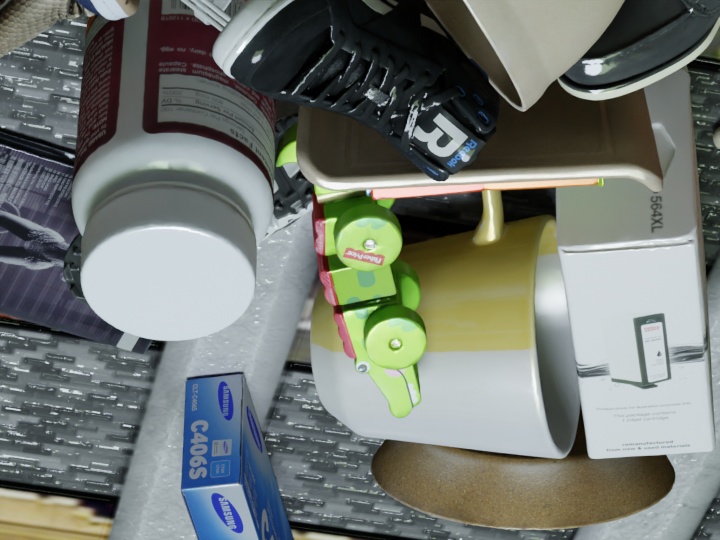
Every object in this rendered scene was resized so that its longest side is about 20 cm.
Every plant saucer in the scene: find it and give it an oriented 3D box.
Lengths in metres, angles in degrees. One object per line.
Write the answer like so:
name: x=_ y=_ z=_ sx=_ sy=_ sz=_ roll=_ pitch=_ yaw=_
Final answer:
plant saucer: x=0.106 y=0.114 z=1.770 sx=0.198 sy=0.200 sz=0.036 roll=1 pitch=108 yaw=-1

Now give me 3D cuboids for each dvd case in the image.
dvd case: x=-0.202 y=-0.022 z=1.719 sx=0.199 sy=0.016 sz=0.149 roll=17 pitch=135 yaw=-18

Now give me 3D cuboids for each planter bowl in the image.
planter bowl: x=0.078 y=-0.202 z=1.404 sx=0.134 sy=0.200 sz=0.200 roll=-36 pitch=133 yaw=0

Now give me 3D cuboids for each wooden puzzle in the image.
wooden puzzle: x=0.065 y=-0.082 z=1.529 sx=0.198 sy=0.185 sz=0.038 roll=2 pitch=116 yaw=0

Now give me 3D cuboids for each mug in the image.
mug: x=0.052 y=0.027 z=1.713 sx=0.152 sy=0.188 sz=0.149 roll=-3 pitch=172 yaw=16

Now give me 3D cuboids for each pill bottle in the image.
pill bottle: x=-0.104 y=-0.067 z=1.528 sx=0.113 sy=0.201 sz=0.115 roll=0 pitch=139 yaw=0

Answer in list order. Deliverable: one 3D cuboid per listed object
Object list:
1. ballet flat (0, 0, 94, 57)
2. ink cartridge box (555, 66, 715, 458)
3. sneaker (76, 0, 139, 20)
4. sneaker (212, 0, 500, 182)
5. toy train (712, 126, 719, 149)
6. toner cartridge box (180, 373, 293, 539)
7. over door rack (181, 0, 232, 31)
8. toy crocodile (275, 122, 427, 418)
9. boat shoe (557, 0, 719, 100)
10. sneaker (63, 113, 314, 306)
ballet flat: x=-0.203 y=-0.131 z=1.542 sx=0.046 sy=0.068 sz=0.200 roll=43 pitch=132 yaw=-15
ink cartridge box: x=0.166 y=-0.005 z=1.643 sx=0.084 sy=0.147 sz=0.201 roll=-4 pitch=138 yaw=8
sneaker: x=-0.200 y=-0.192 z=1.396 sx=0.108 sy=0.070 sz=0.200 roll=-20 pitch=133 yaw=19
sneaker: x=0.013 y=-0.096 z=1.374 sx=0.073 sy=0.112 sz=0.200 roll=-48 pitch=166 yaw=22
toy train: x=0.241 y=-0.105 z=1.565 sx=0.149 sy=0.056 sz=0.200 roll=1 pitch=142 yaw=35
toner cartridge box: x=-0.082 y=0.171 z=1.880 sx=0.043 sy=0.095 sz=0.201 roll=-7 pitch=139 yaw=6
over door rack: x=-0.062 y=-0.192 z=1.428 sx=0.147 sy=0.067 sz=0.200 roll=37 pitch=157 yaw=9
toy crocodile: x=0.000 y=0.000 z=1.585 sx=0.061 sy=0.068 sz=0.201 roll=-12 pitch=127 yaw=4
boat shoe: x=0.182 y=-0.170 z=1.466 sx=0.201 sy=0.074 sz=0.063 roll=-37 pitch=144 yaw=-5
sneaker: x=-0.086 y=-0.034 z=1.649 sx=0.199 sy=0.090 sz=0.067 roll=-29 pitch=89 yaw=17
